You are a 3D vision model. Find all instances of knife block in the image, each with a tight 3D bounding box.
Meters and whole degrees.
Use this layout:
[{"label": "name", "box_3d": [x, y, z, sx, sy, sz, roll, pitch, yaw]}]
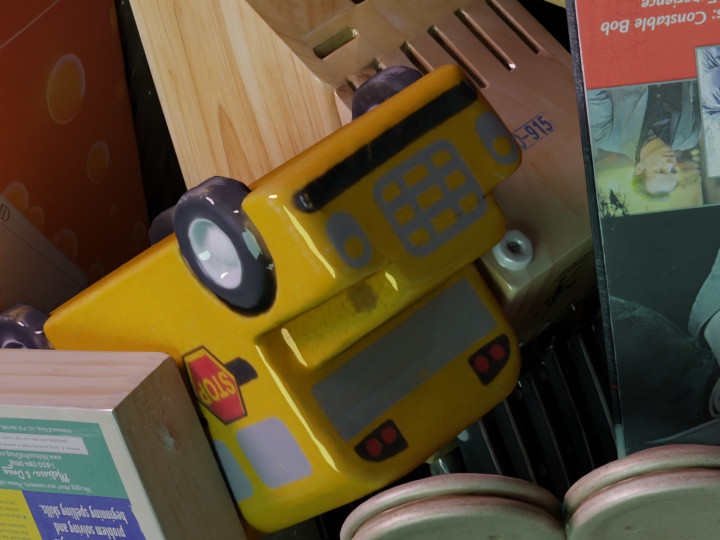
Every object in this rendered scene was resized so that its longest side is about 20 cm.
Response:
[{"label": "knife block", "box_3d": [0.000, 0.000, 0.739, 0.200, 0.064, 0.176, 47, 145, 12]}]

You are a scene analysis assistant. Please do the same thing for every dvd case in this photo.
[{"label": "dvd case", "box_3d": [0.123, -0.023, 0.637, 0.146, 0.022, 0.200, -6, 122, 7]}]

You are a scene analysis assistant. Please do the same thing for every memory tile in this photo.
[{"label": "memory tile", "box_3d": [0.100, 0.071, 0.670, 0.200, 0.017, 0.153, -8, 151, 5]}]

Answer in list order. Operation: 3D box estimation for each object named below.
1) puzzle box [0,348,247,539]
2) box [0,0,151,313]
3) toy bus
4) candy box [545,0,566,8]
[{"label": "puzzle box", "box_3d": [-0.104, 0.080, 0.710, 0.200, 0.025, 0.133, 1, 121, 38]}, {"label": "box", "box_3d": [-0.129, 0.007, 0.791, 0.097, 0.124, 0.200, 10, 125, 26]}, {"label": "toy bus", "box_3d": [-0.028, 0.020, 0.675, 0.078, 0.065, 0.200, 58, 147, -3]}, {"label": "candy box", "box_3d": [-0.006, -0.142, 0.620, 0.200, 0.056, 0.117, 20, 130, -6]}]
